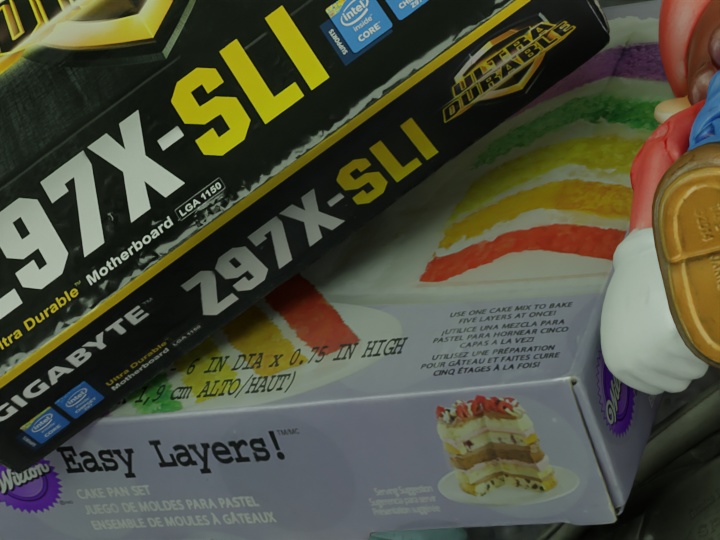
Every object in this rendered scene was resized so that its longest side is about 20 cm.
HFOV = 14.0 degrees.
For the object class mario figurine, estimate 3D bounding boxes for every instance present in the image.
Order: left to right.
[{"bbox_3d":[0.125,-0.025,0.724,0.123,0.200,0.107,5,108,8],"label":"mario figurine"}]

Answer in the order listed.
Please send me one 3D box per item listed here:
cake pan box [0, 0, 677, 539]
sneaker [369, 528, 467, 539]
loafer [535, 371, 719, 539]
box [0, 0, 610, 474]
[{"bbox_3d":[0.000,0.000,0.828,0.199,0.053,0.185,-5,33,27],"label":"cake pan box"},{"bbox_3d":[0.017,0.104,0.815,0.199,0.079,0.131,23,84,31],"label":"sneaker"},{"bbox_3d":[0.123,0.043,0.744,0.200,0.069,0.070,-43,38,39],"label":"loafer"},{"bbox_3d":[-0.056,-0.067,0.782,0.199,0.049,0.160,-35,60,5],"label":"box"}]
